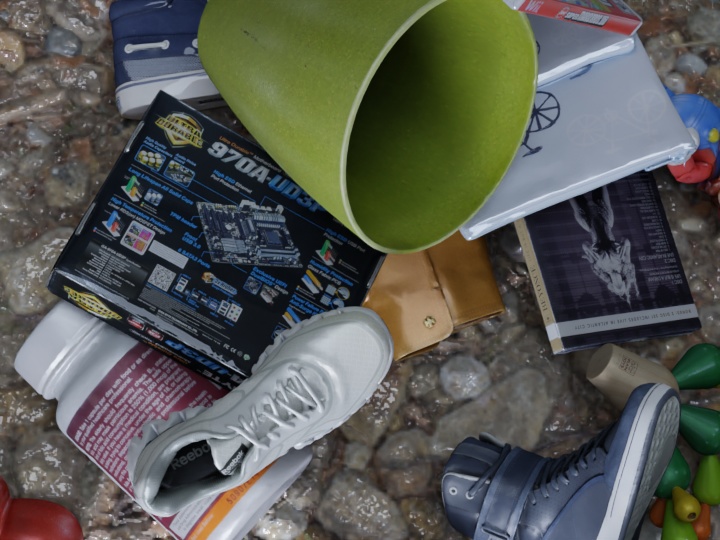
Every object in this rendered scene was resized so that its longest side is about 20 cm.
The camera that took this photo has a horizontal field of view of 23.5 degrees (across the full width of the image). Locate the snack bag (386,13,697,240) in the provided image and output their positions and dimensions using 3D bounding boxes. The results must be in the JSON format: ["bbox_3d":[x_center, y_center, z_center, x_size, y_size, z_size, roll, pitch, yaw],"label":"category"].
[{"bbox_3d":[0.119,-0.133,1.260,0.188,0.021,0.200,-21,67,-1],"label":"snack bag"}]

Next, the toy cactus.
[{"bbox_3d":[0.239,0.110,1.252,0.165,0.102,0.200,33,74,-17],"label":"toy cactus"}]

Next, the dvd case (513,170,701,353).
[{"bbox_3d":[0.173,-0.041,1.302,0.149,0.016,0.200,-6,74,-37],"label":"dvd case"}]

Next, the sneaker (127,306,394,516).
[{"bbox_3d":[-0.063,0.097,1.122,0.200,0.081,0.075,-35,97,3],"label":"sneaker"}]

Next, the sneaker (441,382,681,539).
[{"bbox_3d":[0.134,0.136,1.208,0.146,0.202,0.077,29,39,20],"label":"sneaker"}]

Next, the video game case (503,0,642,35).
[{"bbox_3d":[0.106,-0.220,1.190,0.143,0.200,0.017,48,114,20],"label":"video game case"}]

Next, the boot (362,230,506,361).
[{"bbox_3d":[0.000,0.000,1.288,0.201,0.071,0.144,-14,78,-12],"label":"boot"}]

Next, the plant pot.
[{"bbox_3d":[-0.014,-0.137,1.189,0.200,0.187,0.187,31,74,36],"label":"plant pot"}]

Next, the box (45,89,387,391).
[{"bbox_3d":[-0.093,-0.009,1.204,0.200,0.046,0.159,29,65,-6],"label":"box"}]

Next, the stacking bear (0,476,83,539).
[{"bbox_3d":[-0.291,0.177,1.210,0.200,0.121,0.114,21,83,-8],"label":"stacking bear"}]

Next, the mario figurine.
[{"bbox_3d":[0.269,-0.111,1.308,0.200,0.106,0.124,35,74,-4],"label":"mario figurine"}]

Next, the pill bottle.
[{"bbox_3d":[-0.141,0.102,1.231,0.200,0.114,0.114,42,77,6],"label":"pill bottle"}]

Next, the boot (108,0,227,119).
[{"bbox_3d":[-0.092,-0.175,1.321,0.200,0.073,0.090,-8,83,-5],"label":"boot"}]
